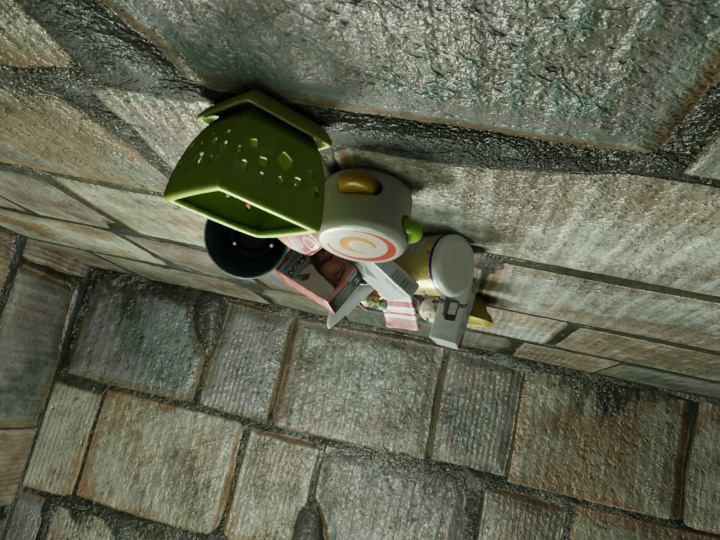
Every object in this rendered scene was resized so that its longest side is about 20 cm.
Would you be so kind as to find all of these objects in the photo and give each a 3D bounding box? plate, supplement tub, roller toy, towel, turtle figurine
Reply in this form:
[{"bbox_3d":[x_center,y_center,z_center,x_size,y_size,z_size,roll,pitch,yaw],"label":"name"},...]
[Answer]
[{"bbox_3d":[-0.023,0.056,1.844,0.032,0.200,0.200,43,-158,-14],"label":"plate"},{"bbox_3d":[0.156,-0.013,1.530,0.145,0.146,0.200,23,165,-41],"label":"supplement tub"},{"bbox_3d":[0.006,-0.110,1.244,0.200,0.140,0.182,23,154,-32],"label":"roller toy"},{"bbox_3d":[0.115,0.101,2.087,0.144,0.200,0.023,0,-157,47],"label":"towel"},{"bbox_3d":[0.027,0.041,2.006,0.194,0.144,0.200,31,166,-8],"label":"turtle figurine"}]

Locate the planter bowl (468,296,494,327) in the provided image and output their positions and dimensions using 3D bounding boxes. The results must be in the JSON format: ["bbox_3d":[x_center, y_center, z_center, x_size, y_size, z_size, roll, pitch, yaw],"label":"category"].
[{"bbox_3d":[0.356,0.127,2.142,0.200,0.084,0.200,13,168,3],"label":"planter bowl"}]

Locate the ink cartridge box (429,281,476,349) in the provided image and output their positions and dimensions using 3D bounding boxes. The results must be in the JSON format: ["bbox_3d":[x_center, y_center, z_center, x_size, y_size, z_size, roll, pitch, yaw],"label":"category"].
[{"bbox_3d":[0.283,0.126,1.934,0.083,0.200,0.145,14,169,18],"label":"ink cartridge box"}]

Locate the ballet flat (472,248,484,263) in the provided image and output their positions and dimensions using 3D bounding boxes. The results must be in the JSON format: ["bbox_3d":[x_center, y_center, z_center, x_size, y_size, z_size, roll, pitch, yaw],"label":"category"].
[{"bbox_3d":[0.219,-0.020,1.612,0.200,0.071,0.069,3,165,40],"label":"ballet flat"}]

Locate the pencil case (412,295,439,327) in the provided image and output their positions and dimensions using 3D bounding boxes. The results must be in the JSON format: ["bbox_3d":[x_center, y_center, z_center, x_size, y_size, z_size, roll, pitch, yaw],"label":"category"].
[{"bbox_3d":[0.197,0.110,2.081,0.200,0.090,0.078,39,-153,27],"label":"pencil case"}]

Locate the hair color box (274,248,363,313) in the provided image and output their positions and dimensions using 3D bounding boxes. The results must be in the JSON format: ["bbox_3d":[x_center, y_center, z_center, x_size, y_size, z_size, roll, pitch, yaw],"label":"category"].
[{"bbox_3d":[-0.103,0.008,1.532,0.200,0.111,0.064,29,161,37],"label":"hair color box"}]

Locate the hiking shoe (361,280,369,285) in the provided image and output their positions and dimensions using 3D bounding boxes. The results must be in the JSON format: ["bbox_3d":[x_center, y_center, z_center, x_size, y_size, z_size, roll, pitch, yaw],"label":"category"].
[{"bbox_3d":[0.000,0.000,1.710,0.200,0.076,0.101,13,-177,42],"label":"hiking shoe"}]

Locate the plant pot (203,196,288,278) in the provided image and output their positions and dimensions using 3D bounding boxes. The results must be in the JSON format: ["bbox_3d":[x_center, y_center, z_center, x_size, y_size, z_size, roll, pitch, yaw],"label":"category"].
[{"bbox_3d":[-0.272,-0.086,1.587,0.200,0.201,0.188,14,-177,-5],"label":"plant pot"}]

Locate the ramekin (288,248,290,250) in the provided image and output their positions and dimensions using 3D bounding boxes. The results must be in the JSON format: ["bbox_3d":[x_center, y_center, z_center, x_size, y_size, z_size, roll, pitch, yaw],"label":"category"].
[{"bbox_3d":[-0.137,-0.007,1.880,0.200,0.098,0.201,35,165,11],"label":"ramekin"}]

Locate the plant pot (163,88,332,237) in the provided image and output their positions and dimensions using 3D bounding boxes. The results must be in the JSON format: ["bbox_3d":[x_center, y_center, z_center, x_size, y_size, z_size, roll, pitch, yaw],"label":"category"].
[{"bbox_3d":[-0.174,-0.172,1.044,0.200,0.182,0.199,22,167,-38],"label":"plant pot"}]

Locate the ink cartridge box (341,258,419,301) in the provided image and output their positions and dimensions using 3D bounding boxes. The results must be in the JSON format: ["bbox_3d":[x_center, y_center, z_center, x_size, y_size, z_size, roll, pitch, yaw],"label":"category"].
[{"bbox_3d":[0.021,-0.006,1.484,0.200,0.041,0.200,42,164,-8],"label":"ink cartridge box"}]

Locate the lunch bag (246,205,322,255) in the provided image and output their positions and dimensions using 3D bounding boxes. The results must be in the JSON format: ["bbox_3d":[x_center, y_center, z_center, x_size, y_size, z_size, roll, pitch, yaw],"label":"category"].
[{"bbox_3d":[-0.145,-0.124,1.348,0.200,0.082,0.176,42,159,-10],"label":"lunch bag"}]
